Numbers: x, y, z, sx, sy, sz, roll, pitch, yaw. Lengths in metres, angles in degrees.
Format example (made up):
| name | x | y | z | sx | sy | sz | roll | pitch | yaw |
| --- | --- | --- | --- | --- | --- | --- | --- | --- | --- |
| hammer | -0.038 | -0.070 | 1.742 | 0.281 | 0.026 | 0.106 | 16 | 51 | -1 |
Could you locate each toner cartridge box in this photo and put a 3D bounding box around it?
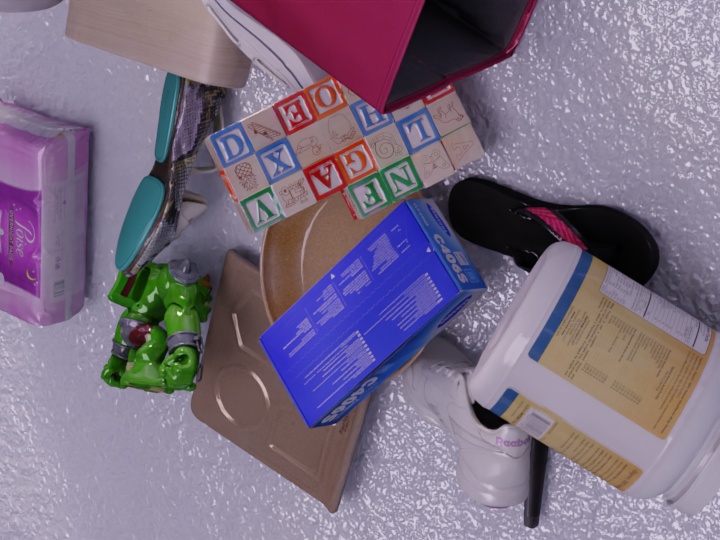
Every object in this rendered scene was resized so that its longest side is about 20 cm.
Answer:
| name | x | y | z | sx | sy | sz | roll | pitch | yaw |
| --- | --- | --- | --- | --- | --- | --- | --- | --- | --- |
| toner cartridge box | 0.008 | 0.037 | 1.661 | 0.200 | 0.043 | 0.095 | -42 | 69 | 30 |

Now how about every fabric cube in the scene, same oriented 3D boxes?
| name | x | y | z | sx | sy | sz | roll | pitch | yaw |
| --- | --- | --- | --- | --- | --- | --- | --- | --- | --- |
| fabric cube | 0.027 | -0.272 | 1.506 | 0.199 | 0.199 | 0.197 | 38 | 127 | 19 |

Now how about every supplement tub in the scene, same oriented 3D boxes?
| name | x | y | z | sx | sy | sz | roll | pitch | yaw |
| --- | --- | --- | --- | --- | --- | --- | --- | --- | --- |
| supplement tub | 0.200 | 0.085 | 1.527 | 0.199 | 0.145 | 0.145 | 31 | 125 | 1 |

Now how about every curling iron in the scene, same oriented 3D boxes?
| name | x | y | z | sx | sy | sz | roll | pitch | yaw |
| --- | --- | --- | --- | --- | --- | --- | --- | --- | --- |
| curling iron | 0.142 | 0.126 | 1.679 | 0.026 | 0.049 | 0.202 | -123 | 27 | -64 |

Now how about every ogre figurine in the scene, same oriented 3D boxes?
| name | x | y | z | sx | sy | sz | roll | pitch | yaw |
| --- | --- | --- | --- | --- | --- | --- | --- | --- | --- |
| ogre figurine | -0.189 | 0.051 | 1.839 | 0.097 | 0.200 | 0.121 | 9 | 83 | -5 |

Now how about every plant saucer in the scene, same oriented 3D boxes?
| name | x | y | z | sx | sy | sz | roll | pitch | yaw |
| --- | --- | --- | --- | --- | --- | --- | --- | --- | --- |
| plant saucer | 0.000 | 0.000 | 1.714 | 0.199 | 0.035 | 0.203 | 2 | 93 | 37 |

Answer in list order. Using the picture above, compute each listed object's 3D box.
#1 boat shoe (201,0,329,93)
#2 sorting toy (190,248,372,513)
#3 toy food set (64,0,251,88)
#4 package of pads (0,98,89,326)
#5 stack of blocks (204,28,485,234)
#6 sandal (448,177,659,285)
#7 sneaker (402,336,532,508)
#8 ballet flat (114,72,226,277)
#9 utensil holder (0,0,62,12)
| name | x | y | z | sx | sy | sz | roll | pitch | yaw |
| --- | --- | --- | --- | --- | --- | --- | --- | --- | --- |
| boat shoe | -0.052 | -0.189 | 1.671 | 0.200 | 0.074 | 0.065 | 46 | 156 | -9 |
| sorting toy | -0.068 | 0.100 | 1.830 | 0.199 | 0.036 | 0.187 | 34 | 124 | 28 |
| toy food set | -0.172 | -0.256 | 1.745 | 0.199 | 0.060 | 0.145 | 20 | 107 | 27 |
| package of pads | -0.327 | -0.057 | 1.933 | 0.120 | 0.075 | 0.202 | 20 | 118 | 31 |
| stack of blocks | -0.013 | -0.099 | 1.609 | 0.116 | 0.199 | 0.059 | 64 | 172 | -4 |
| sandal | 0.149 | -0.023 | 1.609 | 0.199 | 0.045 | 0.076 | 18 | 117 | 31 |
| sneaker | 0.096 | 0.103 | 1.644 | 0.200 | 0.074 | 0.100 | -124 | 34 | -48 |
| ballet flat | -0.163 | -0.084 | 1.789 | 0.072 | 0.072 | 0.202 | 24 | 103 | 27 |
| utensil holder | -0.323 | -0.356 | 1.757 | 0.169 | 0.169 | 0.201 | 32 | 122 | 23 |
